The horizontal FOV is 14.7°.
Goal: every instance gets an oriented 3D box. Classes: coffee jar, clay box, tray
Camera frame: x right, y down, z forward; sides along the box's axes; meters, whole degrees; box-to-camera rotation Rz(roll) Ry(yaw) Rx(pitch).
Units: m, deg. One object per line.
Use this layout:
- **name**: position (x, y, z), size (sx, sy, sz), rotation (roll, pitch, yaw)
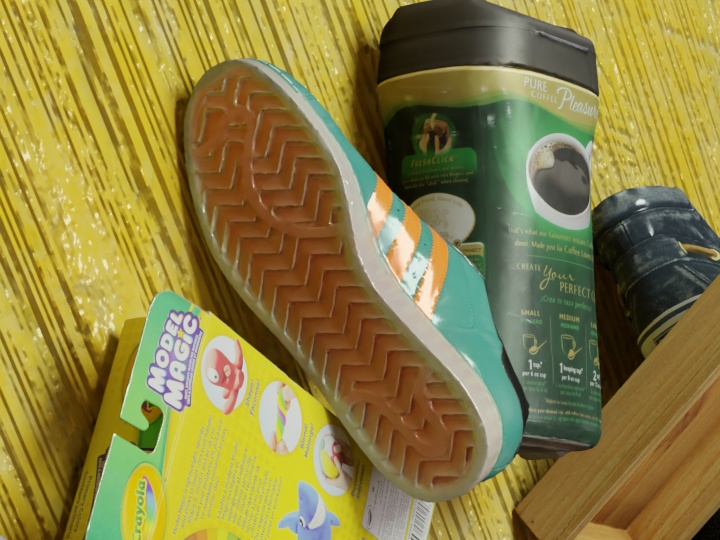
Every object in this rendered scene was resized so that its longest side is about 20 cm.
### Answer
- **coffee jar**: position (0.056, -0.019, 1.238), size (0.104, 0.085, 0.200), rotation (13, 75, -52)
- **clay box**: position (-0.049, 0.100, 1.100), size (0.200, 0.048, 0.115), rotation (42, 53, -44)
- **tray**: position (0.169, 0.058, 1.319), size (0.099, 0.200, 0.037), rotation (19, 26, -53)

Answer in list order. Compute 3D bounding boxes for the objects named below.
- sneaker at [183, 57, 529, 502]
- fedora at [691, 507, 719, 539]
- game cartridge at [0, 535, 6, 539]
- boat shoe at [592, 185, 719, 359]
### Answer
- **sneaker**: position (0.000, 0.000, 1.144), size (0.200, 0.071, 0.080), rotation (59, 25, 3)
- **fedora**: position (0.219, 0.115, 1.411), size (0.201, 0.092, 0.201), rotation (-43, 151, -31)
- **game cartridge**: position (-0.169, 0.170, 0.931), size (0.130, 0.038, 0.200), rotation (41, 53, -39)
- **boat shoe**: position (0.175, 0.012, 1.420), size (0.091, 0.071, 0.200), rotation (64, 13, 19)
